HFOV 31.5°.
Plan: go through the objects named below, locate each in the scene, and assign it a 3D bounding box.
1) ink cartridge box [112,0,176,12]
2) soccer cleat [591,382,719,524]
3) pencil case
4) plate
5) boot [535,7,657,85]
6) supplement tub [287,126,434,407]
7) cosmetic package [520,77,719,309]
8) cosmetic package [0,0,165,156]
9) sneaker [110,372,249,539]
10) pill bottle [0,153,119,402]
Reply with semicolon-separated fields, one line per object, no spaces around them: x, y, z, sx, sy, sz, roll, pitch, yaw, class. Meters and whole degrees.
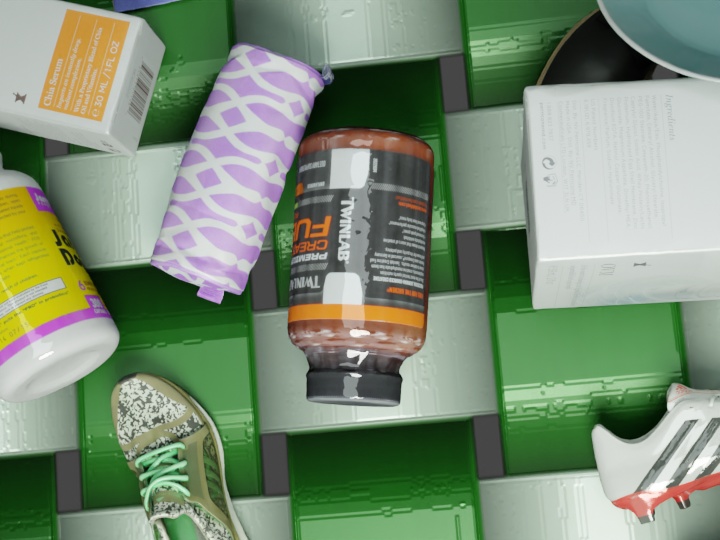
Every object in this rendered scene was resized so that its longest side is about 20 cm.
-0.130;-0.333;1.061;0.197;0.047;0.200;-11;77;4;ink cartridge box
0.265;0.113;0.926;0.200;0.069;0.085;-24;82;7;soccer cleat
-0.095;-0.078;0.992;0.084;0.086;0.200;22;83;6;pencil case
0.254;-0.191;0.834;0.200;0.026;0.201;-6;56;9;plate
0.208;-0.195;0.948;0.200;0.138;0.077;-44;78;-1;boot
0.000;0.000;0.956;0.107;0.107;0.201;2;80;7;supplement tub
0.216;-0.048;0.890;0.199;0.199;0.123;-4;79;6;cosmetic package
-0.272;-0.168;1.035;0.200;0.071;0.102;12;82;9;cosmetic package
-0.136;0.165;0.952;0.077;0.089;0.200;-27;78;2;sneaker
-0.276;-0.006;0.991;0.104;0.104;0.200;-31;79;1;pill bottle
